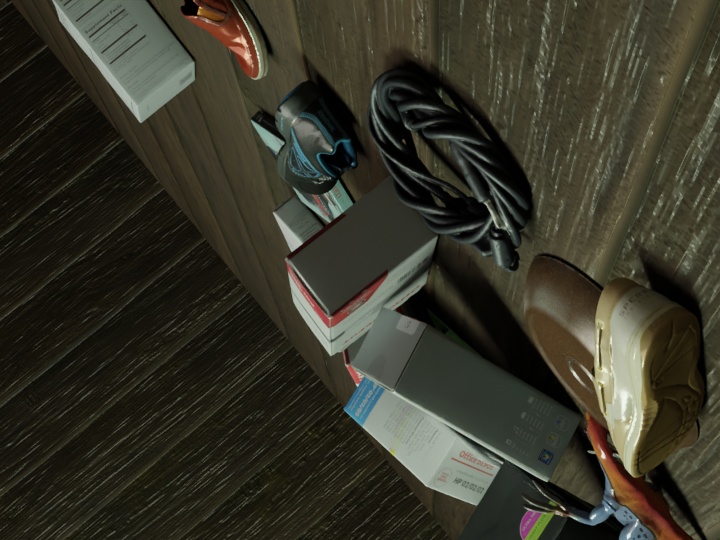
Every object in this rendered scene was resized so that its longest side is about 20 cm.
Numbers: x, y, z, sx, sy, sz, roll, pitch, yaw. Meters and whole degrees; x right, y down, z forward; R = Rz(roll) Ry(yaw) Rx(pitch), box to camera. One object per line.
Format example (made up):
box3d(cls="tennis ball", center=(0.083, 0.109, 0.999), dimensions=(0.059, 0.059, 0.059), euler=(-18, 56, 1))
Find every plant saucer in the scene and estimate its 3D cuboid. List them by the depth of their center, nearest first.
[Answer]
box3d(cls="plant saucer", center=(0.197, 0.078, 1.051), dimensions=(0.201, 0.037, 0.201), euler=(50, 169, 13))

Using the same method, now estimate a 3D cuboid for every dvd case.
box3d(cls="dvd case", center=(-0.063, -0.118, 1.602), dimensions=(0.200, 0.022, 0.147), euler=(37, 162, 55))

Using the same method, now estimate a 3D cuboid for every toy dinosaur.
box3d(cls="toy dinosaur", center=(0.258, 0.199, 1.174), dimensions=(0.197, 0.106, 0.183), euler=(12, 148, 18))

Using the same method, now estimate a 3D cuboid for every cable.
box3d(cls="cable", center=(0.060, -0.090, 1.034), dimensions=(0.200, 0.051, 0.164), euler=(46, 169, 34))

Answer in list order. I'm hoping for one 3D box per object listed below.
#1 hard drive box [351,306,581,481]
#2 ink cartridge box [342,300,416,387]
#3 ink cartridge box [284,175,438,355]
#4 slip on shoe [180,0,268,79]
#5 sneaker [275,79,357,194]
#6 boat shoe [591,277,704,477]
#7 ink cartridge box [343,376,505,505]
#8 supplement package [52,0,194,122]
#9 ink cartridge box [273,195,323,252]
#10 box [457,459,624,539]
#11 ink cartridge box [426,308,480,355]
box3d(cls="hard drive box", center=(0.107, 0.126, 1.320), dimensions=(0.198, 0.078, 0.156), euler=(30, 176, -17))
box3d(cls="ink cartridge box", center=(0.034, 0.100, 1.603), dimensions=(0.201, 0.082, 0.146), euler=(63, -167, -52))
box3d(cls="ink cartridge box", center=(0.000, 0.000, 1.356), dimensions=(0.083, 0.146, 0.200), euler=(51, 170, 11))
box3d(cls="slip on shoe", center=(-0.161, -0.282, 1.343), dimensions=(0.074, 0.061, 0.201), euler=(37, 164, 51))
box3d(cls="sneaker", center=(-0.044, -0.119, 1.352), dimensions=(0.082, 0.073, 0.200), euler=(47, 170, 17))
box3d(cls="boat shoe", center=(0.203, 0.076, 0.919), dimensions=(0.069, 0.073, 0.201), euler=(46, 160, 35))
box3d(cls="ink cartridge box", center=(0.086, 0.199, 1.447), dimensions=(0.199, 0.068, 0.115), euler=(38, -174, 42))
box3d(cls="supplement package", center=(-0.345, -0.339, 1.855), dimensions=(0.201, 0.109, 0.114), euler=(51, 171, -1))
box3d(cls="ink cartridge box", center=(-0.040, 0.001, 1.857), dimensions=(0.201, 0.057, 0.163), euler=(52, 172, 24))
box3d(cls="box", center=(0.214, 0.323, 1.357), dimensions=(0.199, 0.150, 0.124), euler=(31, -178, -32))
box3d(cls="ink cartridge box", center=(0.130, 0.142, 1.527), dimensions=(0.200, 0.059, 0.104), euler=(42, 167, 46))
